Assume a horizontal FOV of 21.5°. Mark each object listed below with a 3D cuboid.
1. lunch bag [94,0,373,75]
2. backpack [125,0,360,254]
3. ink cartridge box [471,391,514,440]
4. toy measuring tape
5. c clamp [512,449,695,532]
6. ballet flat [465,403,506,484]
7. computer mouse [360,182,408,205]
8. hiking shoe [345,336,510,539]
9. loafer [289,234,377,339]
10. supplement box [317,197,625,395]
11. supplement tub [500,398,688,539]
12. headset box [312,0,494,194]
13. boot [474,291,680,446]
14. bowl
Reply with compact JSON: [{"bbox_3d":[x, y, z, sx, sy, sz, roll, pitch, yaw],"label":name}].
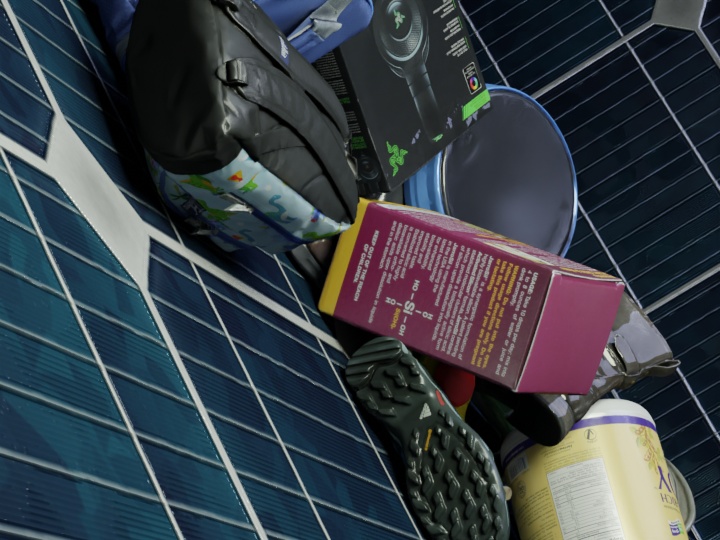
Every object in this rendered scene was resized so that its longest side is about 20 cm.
[{"bbox_3d":[-0.087,-0.200,1.394,0.132,0.200,0.136,64,13,20],"label":"lunch bag"},{"bbox_3d":[-0.078,-0.094,1.308,0.200,0.154,0.163,24,45,-45],"label":"backpack"},{"bbox_3d":[0.126,0.077,1.814,0.200,0.084,0.145,51,-6,32],"label":"ink cartridge box"},{"bbox_3d":[0.084,0.117,1.639,0.200,0.074,0.074,49,13,-32],"label":"toy measuring tape"},{"bbox_3d":[0.223,0.204,1.831,0.171,0.200,0.027,-77,166,-51],"label":"c clamp"},{"bbox_3d":[0.095,0.127,1.726,0.200,0.057,0.066,52,11,-32],"label":"ballet flat"},{"bbox_3d":[0.028,-0.091,1.707,0.138,0.053,0.200,45,58,-62],"label":"computer mouse"},{"bbox_3d":[0.065,0.140,1.473,0.200,0.074,0.087,62,11,24],"label":"hiking shoe"},{"bbox_3d":[0.000,0.000,1.623,0.200,0.063,0.072,45,16,-55],"label":"loafer"},{"bbox_3d":[0.089,0.021,1.534,0.200,0.103,0.131,21,7,33],"label":"supplement box"},{"bbox_3d":[0.214,0.230,1.685,0.145,0.145,0.200,43,30,-59],"label":"supplement tub"},{"bbox_3d":[0.008,-0.173,1.570,0.174,0.093,0.200,-39,117,-46],"label":"headset box"},{"bbox_3d":[0.166,0.054,1.679,0.200,0.174,0.069,46,-37,12],"label":"boot"},{"bbox_3d":[0.124,-0.074,1.729,0.201,0.039,0.201,6,80,-42],"label":"bowl"}]
